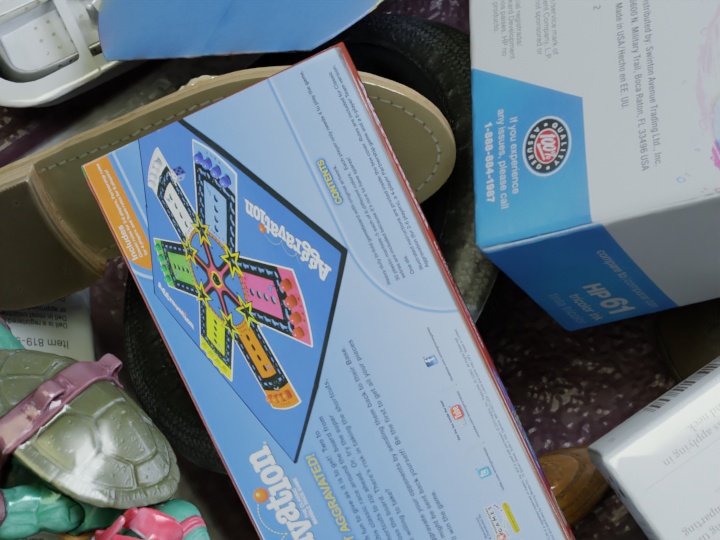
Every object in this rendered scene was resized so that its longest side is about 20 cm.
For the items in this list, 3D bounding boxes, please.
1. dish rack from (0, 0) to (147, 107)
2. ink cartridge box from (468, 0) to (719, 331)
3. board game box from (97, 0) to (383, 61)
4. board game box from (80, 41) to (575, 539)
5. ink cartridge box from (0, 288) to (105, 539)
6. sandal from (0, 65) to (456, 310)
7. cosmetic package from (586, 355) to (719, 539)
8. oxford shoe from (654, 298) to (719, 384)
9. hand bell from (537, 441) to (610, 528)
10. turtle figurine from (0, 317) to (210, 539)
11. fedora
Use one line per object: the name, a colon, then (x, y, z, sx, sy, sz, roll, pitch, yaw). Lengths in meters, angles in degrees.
dish rack: (-0.106, -0.169, 0.985, 0.200, 0.044, 0.172, -27, 66, -1)
ink cartridge box: (0.145, -0.075, 0.750, 0.200, 0.085, 0.145, -14, 59, 26)
board game box: (-0.019, -0.135, 0.891, 0.200, 0.039, 0.158, 2, 53, 43)
board game box: (-0.010, 0.031, 0.760, 0.103, 0.019, 0.200, -24, 96, 7)
ink cartridge box: (-0.179, 0.094, 0.838, 0.146, 0.083, 0.200, 6, 63, -29)
sandal: (-0.064, -0.048, 0.820, 0.211, 0.078, 0.070, -16, 33, 18)
cosmetic package: (0.180, 0.119, 0.771, 0.102, 0.074, 0.200, -34, 87, 0)
oxford shoe: (0.202, -0.019, 0.856, 0.200, 0.073, 0.084, -36, 62, -6)
hand bell: (0.019, 0.120, 0.840, 0.200, 0.104, 0.104, -27, 66, -16)
turtle figurine: (-0.118, 0.070, 0.757, 0.200, 0.150, 0.101, 43, 107, 13)
fedora: (0.000, 0.000, 0.859, 0.200, 0.092, 0.201, -17, 57, 28)
